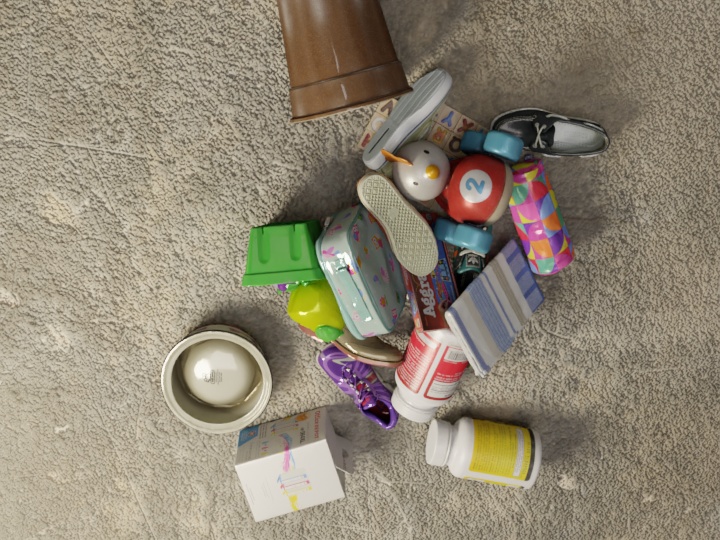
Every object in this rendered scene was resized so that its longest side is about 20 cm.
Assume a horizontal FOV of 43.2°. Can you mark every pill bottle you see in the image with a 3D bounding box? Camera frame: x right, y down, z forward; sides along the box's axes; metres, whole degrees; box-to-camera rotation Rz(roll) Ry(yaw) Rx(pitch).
[{"bbox_3d":[0.225,0.333,1.679,0.197,0.112,0.113,11,109,-7],"label":"pill bottle"},{"bbox_3d":[0.128,0.165,1.608,0.111,0.113,0.202,18,116,-9],"label":"pill bottle"}]

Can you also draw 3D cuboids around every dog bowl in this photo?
[{"bbox_3d":[-0.253,0.185,1.626,0.197,0.074,0.203,-1,111,-2],"label":"dog bowl"}]

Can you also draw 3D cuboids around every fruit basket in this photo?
[{"bbox_3d":[-0.103,0.020,1.499,0.153,0.216,0.219,-4,110,5],"label":"fruit basket"}]

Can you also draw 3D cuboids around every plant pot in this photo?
[{"bbox_3d":[-0.037,-0.348,1.391,0.197,0.200,0.201,-14,102,3],"label":"plant pot"}]

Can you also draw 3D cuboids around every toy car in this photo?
[{"bbox_3d":[0.125,-0.148,1.438,0.197,0.177,0.187,17,93,-19],"label":"toy car"}]

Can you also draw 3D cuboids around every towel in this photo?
[{"bbox_3d":[0.230,0.063,1.544,0.200,0.024,0.148,-46,119,-26],"label":"towel"}]

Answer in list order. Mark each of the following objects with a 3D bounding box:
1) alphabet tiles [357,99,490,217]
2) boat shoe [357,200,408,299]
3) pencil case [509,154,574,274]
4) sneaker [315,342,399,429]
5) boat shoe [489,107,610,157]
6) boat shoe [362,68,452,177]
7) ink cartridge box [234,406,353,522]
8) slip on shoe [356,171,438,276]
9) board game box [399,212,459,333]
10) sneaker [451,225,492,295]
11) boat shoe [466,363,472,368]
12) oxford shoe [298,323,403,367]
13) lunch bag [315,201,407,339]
[{"bbox_3d":[0.103,-0.207,1.535,0.198,0.008,0.168,27,107,-12],"label":"alphabet tiles"},{"bbox_3d":[0.057,-0.041,1.560,0.071,0.060,0.203,-22,110,35],"label":"boat shoe"},{"bbox_3d":[0.299,-0.094,1.547,0.087,0.089,0.202,-22,107,5],"label":"pencil case"},{"bbox_3d":[0.003,0.207,1.639,0.200,0.084,0.081,43,103,-15],"label":"sneaker"},{"bbox_3d":[0.316,-0.228,1.508,0.197,0.060,0.077,0,110,-2],"label":"boat shoe"},{"bbox_3d":[0.084,-0.241,1.492,0.062,0.072,0.200,29,112,-36],"label":"boat shoe"},{"bbox_3d":[-0.114,0.348,1.661,0.197,0.129,0.127,-17,110,3],"label":"ink cartridge box"},{"bbox_3d":[0.060,-0.077,1.459,0.074,0.061,0.201,-38,110,0],"label":"slip on shoe"},{"bbox_3d":[0.112,0.001,1.521,0.102,0.019,0.203,-4,75,-38],"label":"board game box"},{"bbox_3d":[0.194,-0.035,1.560,0.070,0.080,0.203,4,107,-4],"label":"sneaker"},{"bbox_3d":[0.241,0.088,1.618,0.075,0.072,0.202,12,110,-22],"label":"boat shoe"},{"bbox_3d":[-0.010,0.107,1.591,0.198,0.070,0.076,24,103,6],"label":"oxford shoe"},{"bbox_3d":[0.000,0.000,1.470,0.076,0.161,0.202,-15,114,26],"label":"lunch bag"}]
